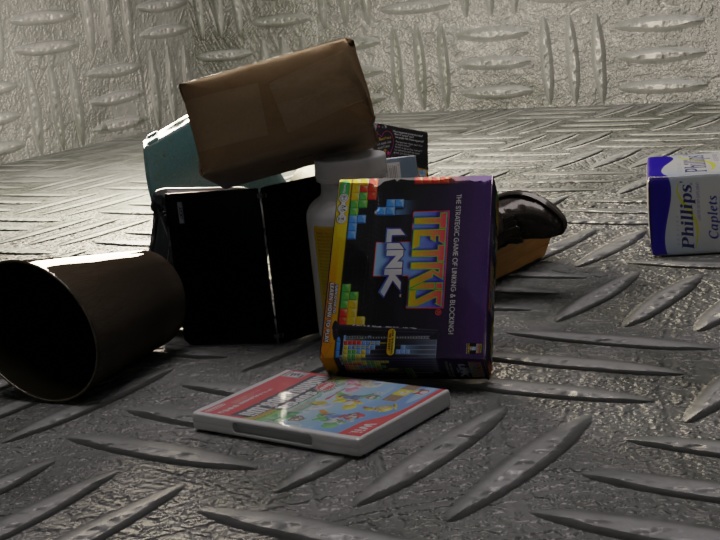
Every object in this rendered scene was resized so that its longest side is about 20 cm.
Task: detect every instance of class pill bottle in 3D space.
[{"bbox_3d":[-0.002,-0.026,1.458,0.110,0.204,0.112,-6,12,1],"label":"pill bottle"}]

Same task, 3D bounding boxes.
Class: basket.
[{"bbox_3d":[-0.293,0.047,1.441,0.179,0.138,0.199,27,20,21],"label":"basket"}]

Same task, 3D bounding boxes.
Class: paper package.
[{"bbox_3d":[-0.085,-0.170,1.472,0.197,0.105,0.191,-16,-3,2],"label":"paper package"}]

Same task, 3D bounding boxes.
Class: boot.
[{"bbox_3d":[0.130,-0.010,1.541,0.197,0.070,0.176,3,49,28],"label":"boot"}]

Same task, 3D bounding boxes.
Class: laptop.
[{"bbox_3d":[-0.104,-0.016,1.518,0.198,0.180,0.103,-15,16,-33],"label":"laptop"}]

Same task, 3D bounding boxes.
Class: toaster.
[{"bbox_3d":[-0.186,-0.025,1.592,0.127,0.202,0.114,-7,43,-23],"label":"toaster"}]

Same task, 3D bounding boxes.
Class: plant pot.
[{"bbox_3d":[-0.212,-0.122,1.868,0.194,0.202,0.196,-31,14,-3],"label":"plant pot"}]

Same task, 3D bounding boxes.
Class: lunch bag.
[{"bbox_3d":[-0.381,0.052,1.573,0.159,0.084,0.199,3,15,33],"label":"lunch bag"}]

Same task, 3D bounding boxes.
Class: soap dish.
[{"bbox_3d":[0.147,-0.039,1.729,0.155,0.083,0.199,3,15,35],"label":"soap dish"}]

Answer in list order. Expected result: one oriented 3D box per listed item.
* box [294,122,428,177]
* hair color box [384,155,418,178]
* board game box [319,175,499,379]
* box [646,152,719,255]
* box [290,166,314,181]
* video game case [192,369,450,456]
[{"bbox_3d":[-0.002,-0.161,2.119,0.131,0.117,0.199,6,-11,-38],"label":"box"},{"bbox_3d":[0.035,-0.105,1.947,0.097,0.062,0.200,-6,-14,0],"label":"hair color box"},{"bbox_3d":[0.052,0.006,1.312,0.162,0.203,0.057,-2,-27,14],"label":"board game box"},{"bbox_3d":[0.483,-0.095,1.763,0.197,0.107,0.184,-4,12,13],"label":"box"},{"bbox_3d":[-0.035,-0.074,1.744,0.078,0.094,0.201,-45,25,23],"label":"box"},{"bbox_3d":[-0.037,0.127,1.213,0.198,0.018,0.142,4,15,37],"label":"video game case"}]
